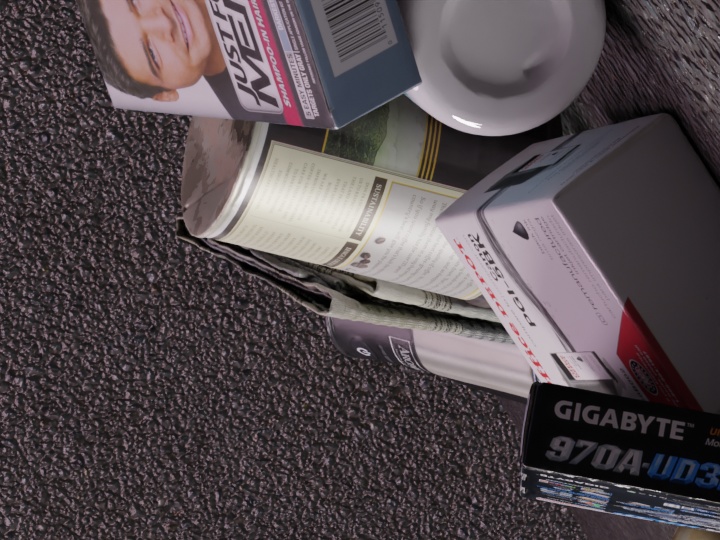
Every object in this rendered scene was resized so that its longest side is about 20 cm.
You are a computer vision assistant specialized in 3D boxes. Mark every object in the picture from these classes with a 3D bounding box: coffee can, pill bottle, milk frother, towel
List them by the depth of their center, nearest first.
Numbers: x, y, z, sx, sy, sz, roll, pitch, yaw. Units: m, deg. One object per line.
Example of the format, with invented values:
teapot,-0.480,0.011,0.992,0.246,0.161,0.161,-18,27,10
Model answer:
pill bottle,0.048,-0.142,1.315,0.111,0.111,0.200,57,177,-20
coffee can,0.006,-0.069,1.577,0.199,0.147,0.146,13,-166,-20
towel,0.000,0.000,1.720,0.200,0.035,0.192,8,-167,-41
milk frother,0.107,-0.005,1.902,0.188,0.201,0.180,14,173,32

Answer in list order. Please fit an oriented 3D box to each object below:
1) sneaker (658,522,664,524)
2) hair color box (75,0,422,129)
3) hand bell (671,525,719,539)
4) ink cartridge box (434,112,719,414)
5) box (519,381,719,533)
sneaker,0.159,0.090,1.564,0.114,0.076,0.199,58,174,-4
hair color box,-0.064,-0.131,1.258,0.200,0.061,0.099,10,124,53
hand bell,0.266,0.191,1.370,0.199,0.104,0.104,24,166,19
ink cartridge box,0.137,0.003,1.375,0.147,0.083,0.200,56,165,-7
box,0.180,0.104,1.278,0.159,0.199,0.046,69,-148,-79
